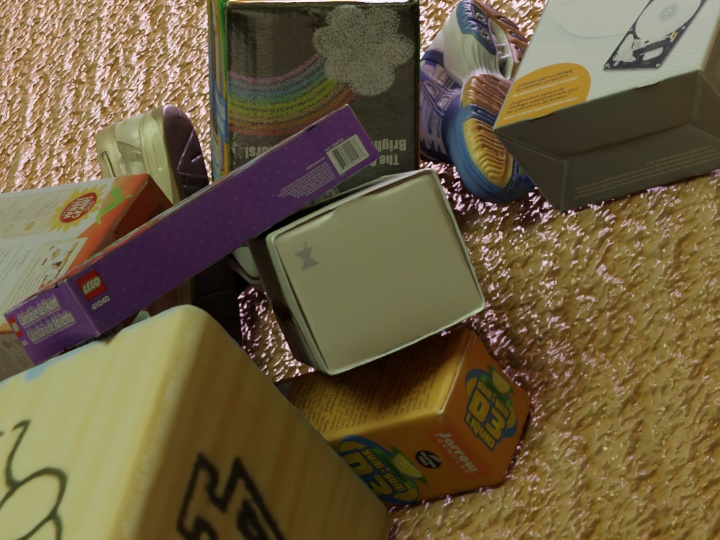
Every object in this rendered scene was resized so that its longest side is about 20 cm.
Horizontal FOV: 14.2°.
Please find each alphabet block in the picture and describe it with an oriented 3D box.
[{"bbox_3d":[-0.123,0.173,1.559,0.195,0.196,0.200,-24,33,33],"label":"alphabet block"}]

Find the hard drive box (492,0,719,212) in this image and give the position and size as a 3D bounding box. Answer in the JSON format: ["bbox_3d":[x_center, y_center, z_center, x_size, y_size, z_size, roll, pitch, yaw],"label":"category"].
[{"bbox_3d":[0.186,-0.145,1.742,0.156,0.077,0.200,-15,38,39],"label":"hard drive box"}]

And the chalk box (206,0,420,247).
[{"bbox_3d":[-0.030,-0.087,1.815,0.124,0.200,0.124,-2,20,-7],"label":"chalk box"}]

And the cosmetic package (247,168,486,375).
[{"bbox_3d":[0.000,0.000,1.664,0.103,0.087,0.200,-22,3,-4],"label":"cosmetic package"}]

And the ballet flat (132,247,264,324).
[{"bbox_3d":[-0.089,0.006,1.906,0.200,0.067,0.064,-42,56,1],"label":"ballet flat"}]

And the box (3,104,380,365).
[{"bbox_3d":[-0.098,-0.019,1.651,0.200,0.039,0.137,-33,3,-23],"label":"box"}]

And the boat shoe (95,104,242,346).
[{"bbox_3d":[-0.125,-0.003,1.851,0.064,0.071,0.200,-16,75,20],"label":"boat shoe"}]

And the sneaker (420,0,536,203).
[{"bbox_3d":[0.071,-0.088,1.831,0.088,0.075,0.200,-48,22,25],"label":"sneaker"}]

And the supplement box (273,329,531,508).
[{"bbox_3d":[-0.003,0.096,1.653,0.200,0.067,0.069,-19,36,37],"label":"supplement box"}]

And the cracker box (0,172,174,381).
[{"bbox_3d":[-0.216,0.012,1.800,0.200,0.058,0.134,-5,42,43],"label":"cracker box"}]
